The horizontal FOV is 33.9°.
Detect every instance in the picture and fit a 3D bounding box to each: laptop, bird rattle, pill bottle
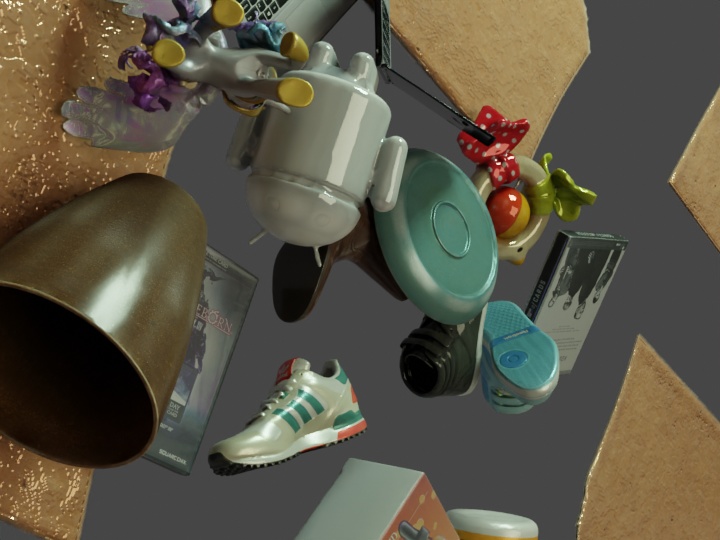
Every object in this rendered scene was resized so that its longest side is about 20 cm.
[{"bbox_3d":[0.075,-0.228,1.205,0.187,0.115,0.201,-46,135,-85],"label":"laptop"},{"bbox_3d":[-0.042,-0.308,1.115,0.187,0.116,0.200,-53,129,-33],"label":"laptop"},{"bbox_3d":[0.184,-0.093,1.423,0.200,0.112,0.164,27,88,-44],"label":"bird rattle"},{"bbox_3d":[0.142,0.387,1.382,0.116,0.116,0.201,10,84,-49],"label":"pill bottle"}]

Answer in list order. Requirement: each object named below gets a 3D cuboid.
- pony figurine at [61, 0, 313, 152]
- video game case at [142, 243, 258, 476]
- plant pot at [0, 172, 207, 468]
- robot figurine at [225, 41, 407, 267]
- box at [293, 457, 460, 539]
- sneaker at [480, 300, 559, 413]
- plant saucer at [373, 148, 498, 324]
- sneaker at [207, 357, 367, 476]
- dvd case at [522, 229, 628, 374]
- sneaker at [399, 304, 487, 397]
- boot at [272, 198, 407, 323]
[{"bbox_3d":[-0.134,-0.168,0.964,0.192,0.200,0.167,15,87,-13],"label":"pony figurine"},{"bbox_3d":[-0.173,0.068,1.068,0.143,0.019,0.201,36,66,-44],"label":"video game case"},{"bbox_3d":[-0.203,0.017,0.929,0.187,0.186,0.200,62,34,-31],"label":"plant pot"},{"bbox_3d":[-0.040,-0.109,1.109,0.113,0.169,0.201,43,65,-76],"label":"robot figurine"},{"bbox_3d":[0.027,0.326,1.250,0.152,0.106,0.200,-52,129,-34],"label":"box"},{"bbox_3d":[0.190,0.131,1.389,0.079,0.200,0.131,-13,116,-3],"label":"sneaker"},{"bbox_3d":[0.091,-0.041,1.279,0.200,0.027,0.201,24,57,-42],"label":"plant saucer"},{"bbox_3d":[-0.079,0.138,1.158,0.199,0.070,0.094,-10,82,-47],"label":"sneaker"},{"bbox_3d":[0.262,0.045,1.517,0.150,0.025,0.201,1,115,-50],"label":"dvd case"},{"bbox_3d":[0.091,0.054,1.336,0.099,0.070,0.201,-14,107,-53],"label":"sneaker"},{"bbox_3d":[0.000,0.000,1.238,0.200,0.064,0.187,37,62,-49],"label":"boot"}]
